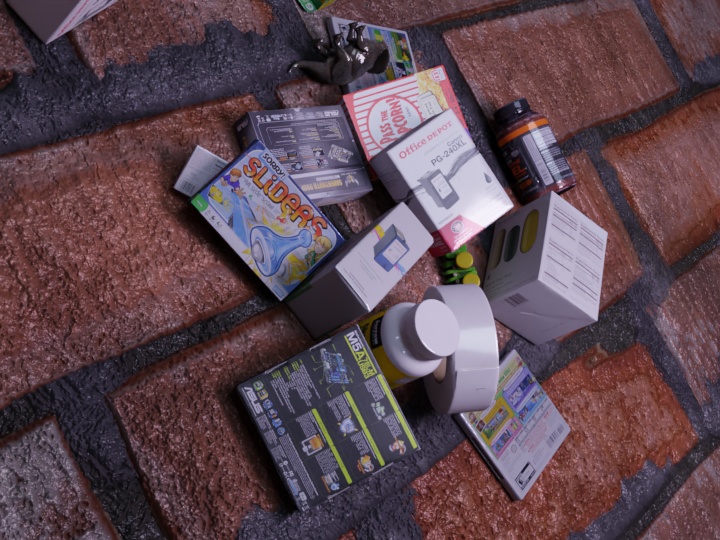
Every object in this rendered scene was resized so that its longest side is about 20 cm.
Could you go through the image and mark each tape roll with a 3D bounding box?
[{"bbox_3d":[0.149,0.122,1.519,0.071,0.202,0.203,-3,70,-12],"label":"tape roll"}]

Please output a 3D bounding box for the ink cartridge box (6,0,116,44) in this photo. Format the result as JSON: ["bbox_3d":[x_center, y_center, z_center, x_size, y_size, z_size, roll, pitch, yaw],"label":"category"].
[{"bbox_3d":[-0.380,-0.424,1.382,0.084,0.145,0.200,50,48,-12],"label":"ink cartridge box"}]

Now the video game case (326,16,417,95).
[{"bbox_3d":[0.034,-0.357,1.777,0.182,0.022,0.200,0,70,-39],"label":"video game case"}]

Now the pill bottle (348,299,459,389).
[{"bbox_3d":[0.050,0.113,1.447,0.112,0.200,0.112,18,59,-32],"label":"pill bottle"}]

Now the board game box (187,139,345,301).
[{"bbox_3d":[-0.136,-0.073,1.436,0.135,0.034,0.200,-44,108,-8],"label":"board game box"}]

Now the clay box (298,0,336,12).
[{"bbox_3d":[-0.058,-0.549,1.772,0.115,0.048,0.200,54,46,-5],"label":"clay box"}]

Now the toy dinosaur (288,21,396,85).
[{"bbox_3d":[-0.022,-0.359,1.668,0.200,0.077,0.102,-30,118,-20],"label":"toy dinosaur"}]

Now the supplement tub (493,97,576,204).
[{"bbox_3d":[0.333,-0.233,1.907,0.107,0.107,0.200,-21,83,-43],"label":"supplement tub"}]

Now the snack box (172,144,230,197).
[{"bbox_3d":[-0.173,-0.107,1.451,0.200,0.024,0.072,29,92,-20],"label":"snack box"}]

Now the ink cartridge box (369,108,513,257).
[{"bbox_3d":[0.134,-0.145,1.625,0.145,0.083,0.200,-36,97,-18],"label":"ink cartridge box"}]

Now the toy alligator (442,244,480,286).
[{"bbox_3d":[0.166,-0.016,1.707,0.054,0.059,0.200,-17,78,-2],"label":"toy alligator"}]

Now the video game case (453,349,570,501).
[{"bbox_3d":[0.263,0.261,1.677,0.182,0.022,0.200,54,48,-6],"label":"video game case"}]

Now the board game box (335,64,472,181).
[{"bbox_3d":[0.077,-0.253,1.688,0.200,0.046,0.152,-21,89,-19],"label":"board game box"}]

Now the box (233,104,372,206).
[{"bbox_3d":[-0.089,-0.181,1.574,0.200,0.048,0.158,-14,81,-42],"label":"box"}]

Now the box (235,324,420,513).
[{"bbox_3d":[-0.046,0.205,1.368,0.193,0.048,0.200,-27,88,-12],"label":"box"}]

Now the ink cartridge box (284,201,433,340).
[{"bbox_3d":[0.000,0.000,1.496,0.088,0.145,0.200,52,48,-6],"label":"ink cartridge box"}]

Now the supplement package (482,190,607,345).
[{"bbox_3d":[0.331,-0.002,1.765,0.151,0.152,0.200,33,53,-23],"label":"supplement package"}]
